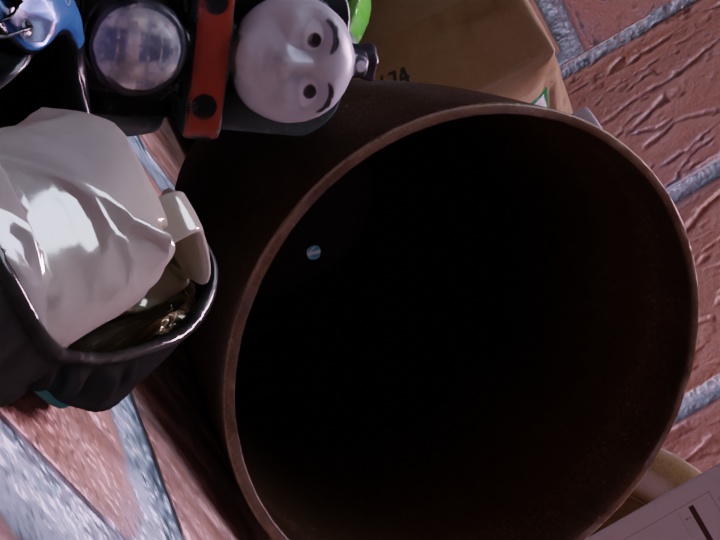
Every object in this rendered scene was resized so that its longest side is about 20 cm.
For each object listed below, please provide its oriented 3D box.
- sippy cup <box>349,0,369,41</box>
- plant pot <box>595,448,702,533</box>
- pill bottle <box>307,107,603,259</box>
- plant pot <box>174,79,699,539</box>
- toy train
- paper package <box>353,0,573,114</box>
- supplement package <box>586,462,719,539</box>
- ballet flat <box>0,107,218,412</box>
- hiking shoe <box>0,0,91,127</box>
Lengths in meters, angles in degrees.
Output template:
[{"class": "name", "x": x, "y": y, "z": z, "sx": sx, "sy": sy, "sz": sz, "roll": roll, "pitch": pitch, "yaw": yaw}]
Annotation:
[{"class": "sippy cup", "x": -0.080, "y": -0.180, "z": 1.115, "sx": 0.140, "sy": 0.130, "sz": 0.178, "roll": 54, "pitch": 8, "yaw": -40}, {"class": "plant pot", "x": 0.146, "y": 0.196, "z": 1.194, "sx": 0.027, "sy": 0.200, "sz": 0.201, "roll": -6, "pitch": 61, "yaw": -47}, {"class": "pill bottle", "x": 0.049, "y": -0.006, "z": 1.106, "sx": 0.111, "sy": 0.199, "sz": 0.111, "roll": 60, "pitch": 4, "yaw": -7}, {"class": "plant pot", "x": 0.000, "y": 0.000, "z": 0.824, "sx": 0.187, "sy": 0.187, "sz": 0.200, "roll": 58, "pitch": -9, "yaw": -30}, {"class": "toy train", "x": -0.061, "y": -0.089, "z": 0.744, "sx": 0.200, "sy": 0.113, "sz": 0.086, "roll": -133, "pitch": -132, "yaw": -74}, {"class": "paper package", "x": -0.002, "y": -0.114, "z": 1.199, "sx": 0.191, "sy": 0.199, "sz": 0.104, "roll": 64, "pitch": 1, "yaw": 31}, {"class": "supplement package", "x": 0.157, "y": 0.188, "z": 1.072, "sx": 0.120, "sy": 0.199, "sz": 0.121, "roll": 61, "pitch": 5, "yaw": 16}, {"class": "ballet flat", "x": -0.076, "y": -0.005, "z": 0.503, "sx": 0.068, "sy": 0.068, "sz": 0.200, "roll": 62, "pitch": 5, "yaw": 6}, {"class": "hiking shoe", "x": -0.116, "y": -0.091, "z": 0.570, "sx": 0.087, "sy": 0.074, "sz": 0.200, "roll": 61, "pitch": 4, "yaw": 20}]
